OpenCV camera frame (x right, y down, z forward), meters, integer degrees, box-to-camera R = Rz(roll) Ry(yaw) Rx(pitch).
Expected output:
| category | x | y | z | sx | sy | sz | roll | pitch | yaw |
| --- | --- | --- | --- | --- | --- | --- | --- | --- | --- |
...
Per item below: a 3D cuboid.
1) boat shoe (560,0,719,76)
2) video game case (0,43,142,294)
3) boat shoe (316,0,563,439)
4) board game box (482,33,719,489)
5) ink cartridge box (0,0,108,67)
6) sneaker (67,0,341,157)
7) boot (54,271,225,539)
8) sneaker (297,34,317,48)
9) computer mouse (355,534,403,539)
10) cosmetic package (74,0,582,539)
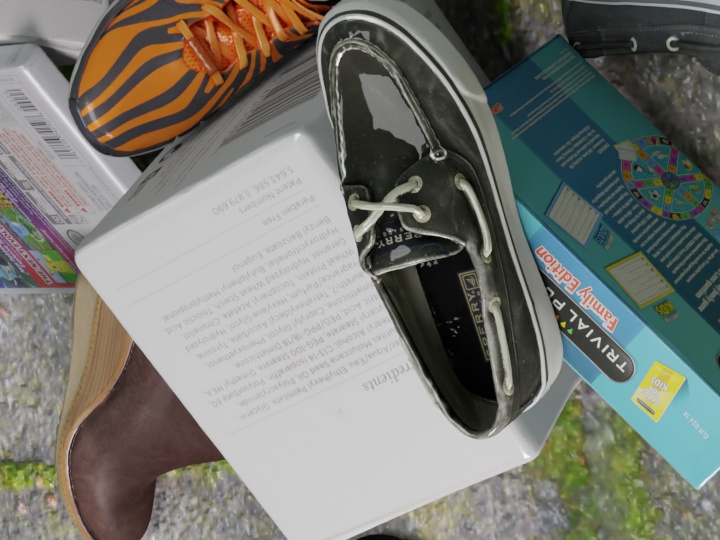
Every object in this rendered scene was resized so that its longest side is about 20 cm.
| category | x | y | z | sx | sy | sz | roll | pitch | yaw |
| --- | --- | --- | --- | --- | --- | --- | --- | --- | --- |
| boat shoe | 0.181 | -0.121 | 1.168 | 0.199 | 0.068 | 0.057 | 13 | 115 | 40 |
| video game case | -0.201 | -0.054 | 1.412 | 0.181 | 0.023 | 0.200 | 0 | 142 | 37 |
| boat shoe | 0.030 | -0.024 | 1.063 | 0.070 | 0.064 | 0.201 | -20 | 100 | 33 |
| board game box | 0.124 | -0.009 | 1.147 | 0.200 | 0.151 | 0.047 | 45 | 124 | 6 |
| ink cartridge box | -0.209 | -0.218 | 1.378 | 0.144 | 0.083 | 0.202 | -5 | 83 | 55 |
| sneaker | -0.054 | -0.132 | 1.198 | 0.078 | 0.200 | 0.112 | 53 | 159 | -13 |
| boot | -0.093 | 0.096 | 1.411 | 0.165 | 0.072 | 0.202 | 16 | 120 | 24 |
| sneaker | -0.074 | -0.125 | 1.358 | 0.201 | 0.076 | 0.081 | 59 | 149 | 7 |
| computer mouse | -0.025 | 0.230 | 1.396 | 0.200 | 0.053 | 0.139 | -46 | 71 | 34 |
| cosmetic package | 0.000 | 0.000 | 1.219 | 0.164 | 0.165 | 0.201 | -26 | 107 | 36 |
